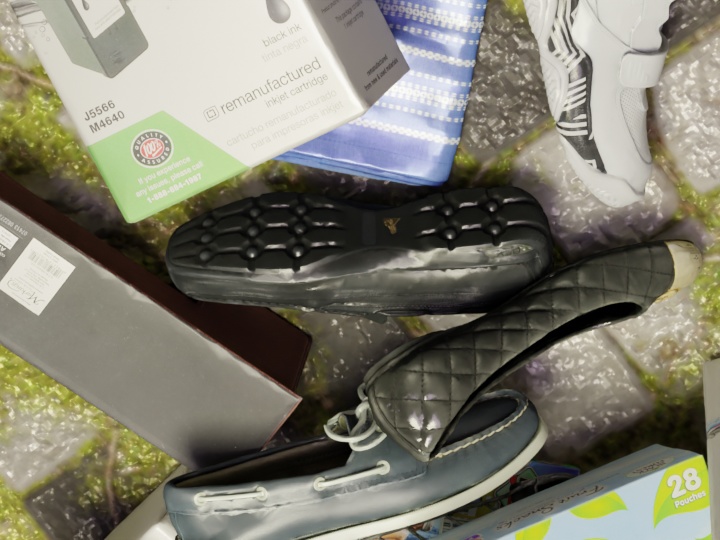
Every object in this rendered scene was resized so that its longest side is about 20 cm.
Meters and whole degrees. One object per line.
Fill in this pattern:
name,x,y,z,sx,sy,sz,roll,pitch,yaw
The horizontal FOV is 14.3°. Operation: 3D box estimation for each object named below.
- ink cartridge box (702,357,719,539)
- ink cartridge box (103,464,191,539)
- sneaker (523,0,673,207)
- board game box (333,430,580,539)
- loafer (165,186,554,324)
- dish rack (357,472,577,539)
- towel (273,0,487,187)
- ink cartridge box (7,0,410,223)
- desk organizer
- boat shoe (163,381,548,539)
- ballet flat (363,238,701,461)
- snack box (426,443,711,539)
ink cartridge box,0.263,0.127,1.432,0.147,0.200,0.145,-17,113,14
ink cartridge box,-0.074,0.227,1.585,0.200,0.085,0.146,42,112,-9
sneaker,0.142,-0.129,1.402,0.115,0.075,0.200,-12,113,12
board game box,0.034,0.192,1.525,0.134,0.029,0.200,10,90,-12
loafer,0.000,0.000,1.481,0.200,0.068,0.070,-3,135,4
dish rack,0.035,0.200,1.477,0.200,0.055,0.154,-16,95,-19
towel,-0.008,-0.143,1.445,0.145,0.024,0.200,12,115,1
ink cartridge box,-0.090,-0.147,1.398,0.145,0.084,0.200,-24,100,24
desk organizer,-0.127,0.022,1.504,0.200,0.077,0.072,34,113,-8
boat shoe,-0.003,0.098,1.465,0.200,0.075,0.062,-20,107,-2
ballet flat,0.092,0.038,1.450,0.200,0.066,0.057,-26,73,-20
snack box,0.120,0.211,1.443,0.169,0.068,0.200,-22,97,-15
